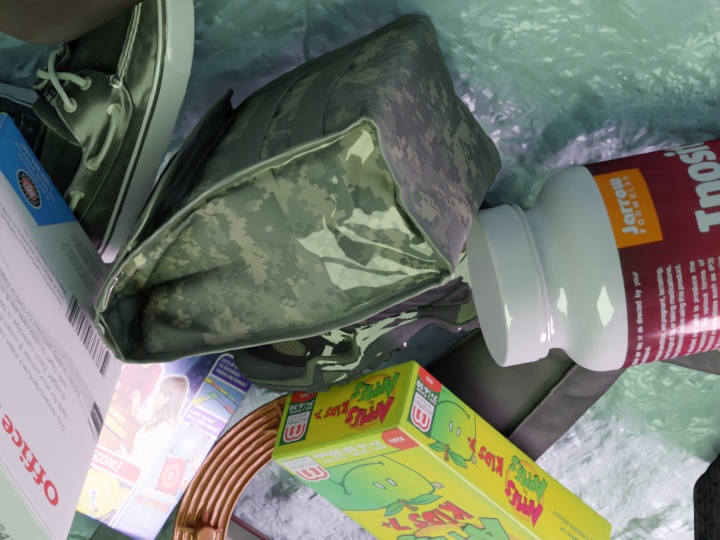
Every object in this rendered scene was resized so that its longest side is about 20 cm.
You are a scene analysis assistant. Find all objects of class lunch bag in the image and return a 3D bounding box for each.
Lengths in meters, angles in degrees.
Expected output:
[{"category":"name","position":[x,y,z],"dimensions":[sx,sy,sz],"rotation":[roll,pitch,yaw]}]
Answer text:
[{"category":"lunch bag","position":[-0.043,-0.035,1.361],"dimensions":[0.200,0.164,0.118],"rotation":[-23,106,21]}]

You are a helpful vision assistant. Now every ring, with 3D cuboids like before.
[{"category":"ring","position":[-0.021,0.168,1.610],"dimensions":[0.200,0.019,0.201],"rotation":[-6,108,-20]}]

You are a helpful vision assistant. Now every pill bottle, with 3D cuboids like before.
[{"category":"pill bottle","position":[0.164,-0.009,1.388],"dimensions":[0.200,0.113,0.113],"rotation":[-12,137,-8]}]

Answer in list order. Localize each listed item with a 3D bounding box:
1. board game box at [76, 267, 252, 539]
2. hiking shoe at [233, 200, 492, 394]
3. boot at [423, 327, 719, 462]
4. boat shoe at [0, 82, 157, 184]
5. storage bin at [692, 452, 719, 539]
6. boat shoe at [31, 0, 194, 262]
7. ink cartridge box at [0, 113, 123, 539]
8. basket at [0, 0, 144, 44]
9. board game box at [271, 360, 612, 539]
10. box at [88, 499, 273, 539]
[{"category":"board game box","position":[-0.161,0.068,1.504],"dimensions":[0.200,0.034,0.136],"rotation":[33,89,-44]},{"category":"hiking shoe","position":[0.000,0.000,1.493],"dimensions":[0.200,0.076,0.101],"rotation":[-24,113,24]},{"category":"boot","position":[0.142,0.065,1.533],"dimensions":[0.182,0.073,0.200],"rotation":[31,126,-6]},{"category":"boat shoe","position":[-0.211,-0.058,1.428],"dimensions":[0.200,0.091,0.071],"rotation":[23,134,-17]},{"category":"storage bin","position":[0.314,0.175,1.580],"dimensions":[0.200,0.135,0.094],"rotation":[20,134,-14]},{"category":"boat shoe","position":[-0.139,-0.089,1.367],"dimensions":[0.064,0.071,0.200],"rotation":[-3,123,-32]},{"category":"ink cartridge box","position":[-0.198,0.040,1.304],"dimensions":[0.084,0.200,0.146],"rotation":[-18,119,20]},{"category":"basket","position":[-0.112,-0.205,1.239],"dimensions":[0.180,0.136,0.200],"rotation":[40,132,-17]},{"category":"board game box","position":[0.052,0.134,1.552],"dimensions":[0.101,0.048,0.200],"rotation":[-17,136,38]},{"category":"box","position":[-0.087,0.238,1.676],"dimensions":[0.200,0.109,0.128],"rotation":[36,91,-27]}]
